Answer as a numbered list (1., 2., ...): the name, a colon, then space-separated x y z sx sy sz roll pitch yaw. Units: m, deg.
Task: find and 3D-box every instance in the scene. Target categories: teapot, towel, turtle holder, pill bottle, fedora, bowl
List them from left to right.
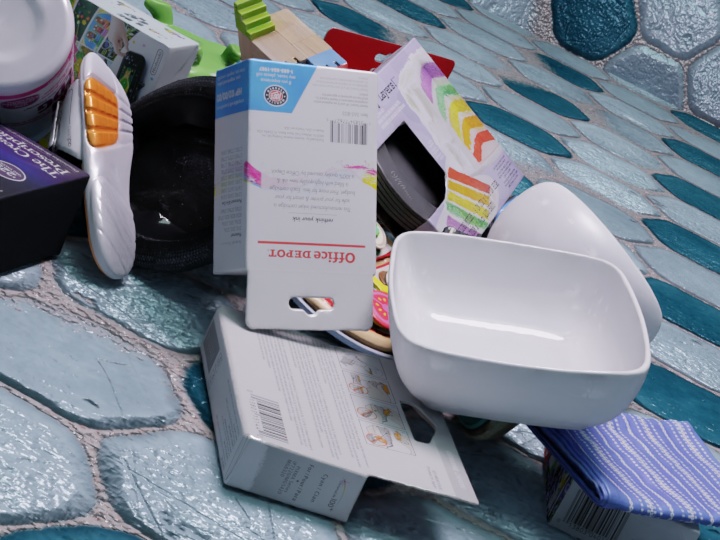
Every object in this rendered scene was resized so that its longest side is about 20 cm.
1. pill bottle: -0.292 -0.173 1.370 0.112 0.114 0.200 24 -14 -5
2. turtle holder: -0.196 -0.183 1.616 0.140 0.133 0.186 24 18 -2
3. fedora: -0.134 -0.066 1.394 0.200 0.201 0.092 40 -7 36
4. bowl: 0.114 0.052 1.270 0.197 0.075 0.200 8 26 -3
5. teapot: 0.172 0.025 1.544 0.198 0.146 0.200 52 -2 14
6. towel: 0.224 0.148 1.292 0.199 0.024 0.145 13 23 -34

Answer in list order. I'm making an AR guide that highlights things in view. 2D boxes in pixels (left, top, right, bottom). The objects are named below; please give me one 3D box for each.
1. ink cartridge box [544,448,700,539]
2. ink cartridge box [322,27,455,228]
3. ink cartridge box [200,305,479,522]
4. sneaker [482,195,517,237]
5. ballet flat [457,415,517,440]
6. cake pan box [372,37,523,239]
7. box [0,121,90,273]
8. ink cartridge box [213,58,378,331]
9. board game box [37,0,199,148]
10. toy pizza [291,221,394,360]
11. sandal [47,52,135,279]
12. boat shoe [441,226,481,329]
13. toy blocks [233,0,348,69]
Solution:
1. ink cartridge box: 0.206 0.163 1.341 0.108 0.051 0.200 25 19 -3
2. ink cartridge box: 0.022 -0.141 1.720 0.199 0.177 0.084 6 25 -45
3. ink cartridge box: -0.021 0.109 1.195 0.175 0.045 0.200 19 20 -18
4. sneaker: 0.129 -0.071 1.860 0.082 0.071 0.200 17 15 -11
5. ballet flat: 0.116 0.097 1.388 0.062 0.067 0.200 44 15 -16
6. cake pan box: 0.057 -0.109 1.600 0.185 0.052 0.200 50 37 -5
7. box: -0.327 -0.079 1.249 0.199 0.079 0.141 30 21 12
8. ink cartridge box: -0.051 -0.054 1.283 0.114 0.202 0.068 3 -4 -29
9. board game box: -0.263 -0.184 1.506 0.199 0.149 0.064 30 21 14
10. toy pizza: 0.000 0.000 1.463 0.199 0.032 0.201 29 29 -18
11. sandal: -0.224 -0.084 1.340 0.079 0.059 0.208 52 27 -56
12. boat shoe: 0.063 0.036 1.409 0.060 0.076 0.200 25 38 6
13. toy blocks: -0.044 -0.120 1.410 0.099 0.201 0.137 -24 45 -22
